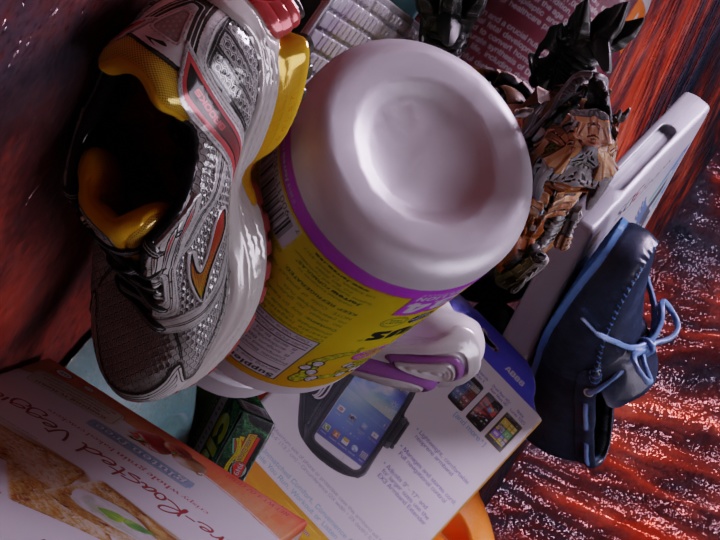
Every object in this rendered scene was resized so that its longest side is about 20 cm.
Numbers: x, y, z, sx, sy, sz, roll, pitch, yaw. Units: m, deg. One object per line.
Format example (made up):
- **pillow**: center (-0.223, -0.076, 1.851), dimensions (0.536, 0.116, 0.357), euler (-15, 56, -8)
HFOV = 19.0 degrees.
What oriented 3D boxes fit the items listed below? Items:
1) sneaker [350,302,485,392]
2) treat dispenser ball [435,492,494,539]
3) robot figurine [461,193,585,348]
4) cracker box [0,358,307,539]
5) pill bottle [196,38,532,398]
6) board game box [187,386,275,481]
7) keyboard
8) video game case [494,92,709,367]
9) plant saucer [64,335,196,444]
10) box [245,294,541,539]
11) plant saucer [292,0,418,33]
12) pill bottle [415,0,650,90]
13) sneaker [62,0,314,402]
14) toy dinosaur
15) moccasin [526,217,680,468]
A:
- **sneaker**: center (0.000, 0.000, 1.057), dimensions (0.200, 0.075, 0.100), euler (21, -91, 58)
- **treat dispenser ball**: center (-0.018, 0.179, 1.264), dimensions (0.201, 0.200, 0.201), euler (-56, 169, -17)
- **robot figurine**: center (0.079, -0.046, 1.302), dimensions (0.151, 0.125, 0.200), euler (-53, 168, -3)
- **cracker box**: center (-0.115, 0.102, 0.804), dimensions (0.058, 0.134, 0.200), euler (-62, 169, 14)
- **pill bottle**: center (-0.017, -0.011, 0.913), dimensions (0.104, 0.104, 0.200), euler (-52, -173, -33)
- **board game box**: center (-0.110, 0.141, 1.092), dimensions (0.201, 0.023, 0.105), euler (-61, -159, 9)
- **keyboard**: center (-0.001, -0.092, 0.940), dimensions (0.056, 0.011, 0.200), euler (-60, 169, 5)
- **video game case**: center (0.131, 0.006, 1.300), dimensions (0.182, 0.022, 0.201), euler (-42, 162, -49)
- **plant saucer**: center (-0.125, 0.102, 1.013), dimensions (0.201, 0.039, 0.201), euler (-56, 169, -16)
- **box**: center (0.011, 0.090, 1.178), dimensions (0.200, 0.119, 0.041), euler (-42, 177, -39)
- **plant saucer**: center (0.018, -0.172, 0.934), dimensions (0.200, 0.036, 0.200), euler (-56, 169, -16)
- **pill bottle**: center (0.078, -0.127, 1.108), dimensions (0.201, 0.114, 0.114), euler (-57, 169, -8)
- **sneaker**: center (-0.081, -0.025, 0.814), dimensions (0.082, 0.078, 0.201), euler (-37, 150, -41)
- **toy dinosaur**: center (0.060, -0.052, 0.950), dimensions (0.200, 0.102, 0.137), euler (-19, -118, 51)
- **moccasin**: center (0.144, 0.043, 1.232), dimensions (0.081, 0.068, 0.200), euler (-49, 166, -29)
